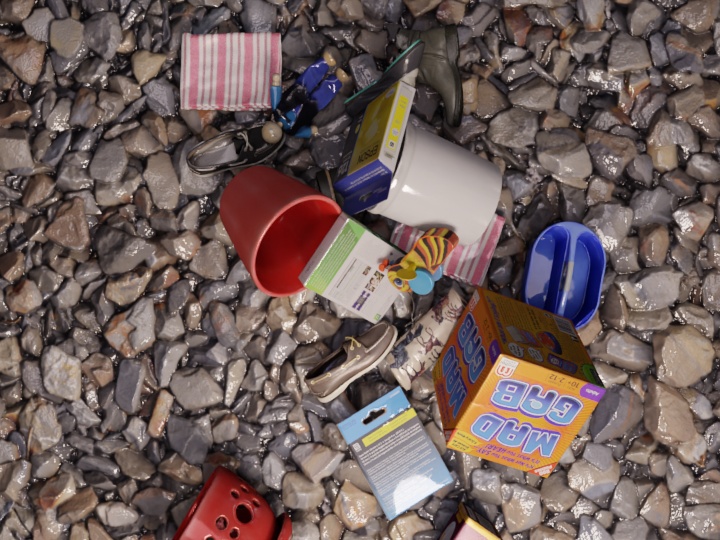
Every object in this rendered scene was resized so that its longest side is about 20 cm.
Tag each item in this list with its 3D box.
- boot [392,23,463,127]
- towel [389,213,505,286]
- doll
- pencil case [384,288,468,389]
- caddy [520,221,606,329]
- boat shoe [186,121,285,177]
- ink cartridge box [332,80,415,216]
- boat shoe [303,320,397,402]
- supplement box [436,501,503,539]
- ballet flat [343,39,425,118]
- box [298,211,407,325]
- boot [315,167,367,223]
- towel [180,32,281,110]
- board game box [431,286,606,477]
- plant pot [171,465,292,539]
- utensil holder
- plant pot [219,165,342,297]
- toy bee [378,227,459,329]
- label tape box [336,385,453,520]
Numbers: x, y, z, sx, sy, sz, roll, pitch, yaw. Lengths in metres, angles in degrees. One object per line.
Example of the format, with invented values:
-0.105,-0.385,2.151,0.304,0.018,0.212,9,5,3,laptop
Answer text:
0.130,-0.369,1.458,0.128,0.068,0.205,-5,88,13,boot
0.165,-0.070,1.454,0.196,0.030,0.149,21,87,1,towel
-0.117,-0.321,1.436,0.201,0.048,0.137,-49,116,-9,doll
0.130,0.132,1.420,0.200,0.089,0.078,-45,45,2,pencil case
0.376,0.012,1.410,0.138,0.105,0.205,10,88,2,caddy
-0.238,-0.236,1.447,0.196,0.060,0.075,-17,86,0,boat shoe
0.014,-0.205,1.330,0.046,0.197,0.204,24,73,-21,ink cartridge box
-0.018,0.161,1.421,0.199,0.072,0.060,-40,119,3,boat shoe
0.171,0.545,1.392,0.085,0.110,0.202,33,88,2,supplement box
0.057,-0.345,1.427,0.199,0.073,0.074,-36,87,24,ballet flat
0.000,0.000,1.381,0.198,0.036,0.145,30,99,-40,box
0.007,-0.110,1.438,0.135,0.077,0.204,-18,89,-5,boot
-0.251,-0.385,1.461,0.195,0.030,0.150,0,87,0,towel
0.260,0.189,1.306,0.196,0.201,0.203,19,117,-13,board game box
-0.235,0.485,1.358,0.181,0.200,0.202,35,89,-6,plant pot
0.127,-0.150,1.344,0.197,0.170,0.173,21,88,-17,utensil holder
-0.154,-0.085,1.364,0.201,0.200,0.177,-48,53,-1,plant pot
0.086,0.000,1.333,0.107,0.131,0.203,30,105,9,toy bee
0.063,0.337,1.423,0.142,0.063,0.203,-30,88,0,label tape box
